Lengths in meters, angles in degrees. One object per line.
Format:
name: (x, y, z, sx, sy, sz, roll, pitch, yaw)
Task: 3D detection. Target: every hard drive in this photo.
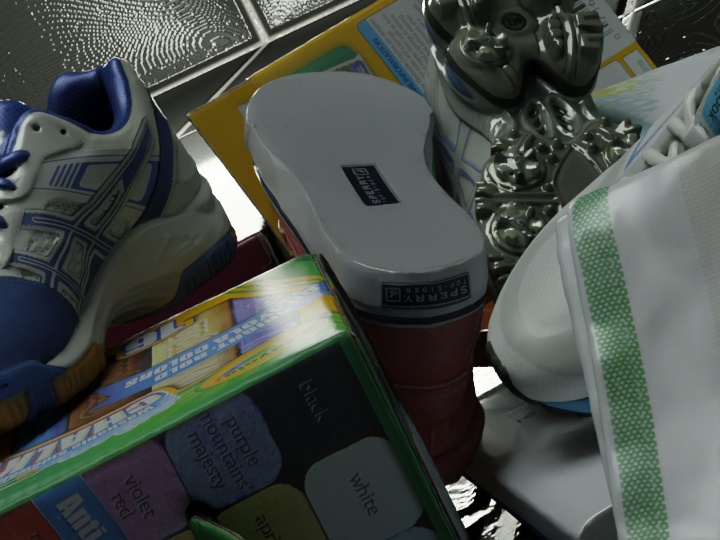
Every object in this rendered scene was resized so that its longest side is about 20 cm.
hard drive: (0.107, 0.047, 0.887, 0.132, 0.025, 0.200, -28, 10, -7)

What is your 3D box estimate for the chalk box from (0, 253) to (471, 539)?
chalk box: (-0.034, 0.087, 0.765, 0.124, 0.125, 0.200, -27, 9, 1)

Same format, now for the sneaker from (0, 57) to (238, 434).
sneaker: (-0.116, -0.004, 0.827, 0.075, 0.088, 0.200, -19, 14, 28)

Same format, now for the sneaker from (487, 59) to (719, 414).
sneaker: (0.115, -0.036, 0.823, 0.200, 0.075, 0.087, -39, -34, 5)

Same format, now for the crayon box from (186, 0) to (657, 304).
crayon box: (0.032, -0.050, 1.073, 0.200, 0.126, 0.052, -33, -8, -32)

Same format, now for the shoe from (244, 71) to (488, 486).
shoe: (0.000, 0.000, 0.950, 0.071, 0.091, 0.200, -5, 26, -11)

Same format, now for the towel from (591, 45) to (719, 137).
towel: (0.180, -0.052, 0.994, 0.171, 0.048, 0.200, -18, 20, -21)

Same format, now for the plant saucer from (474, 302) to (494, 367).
plant saucer: (0.126, -0.009, 1.096, 0.200, 0.032, 0.200, -26, 10, 5)

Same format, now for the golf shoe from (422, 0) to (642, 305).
golf shoe: (0.067, -0.021, 0.966, 0.078, 0.097, 0.200, -1, 47, -11)

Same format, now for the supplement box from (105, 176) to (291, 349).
supplement box: (-0.052, 0.031, 1.114, 0.086, 0.110, 0.200, -26, 10, 4)

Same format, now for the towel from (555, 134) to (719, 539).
towel: (0.142, 0.009, 0.666, 0.200, 0.149, 0.031, -27, -30, 32)
